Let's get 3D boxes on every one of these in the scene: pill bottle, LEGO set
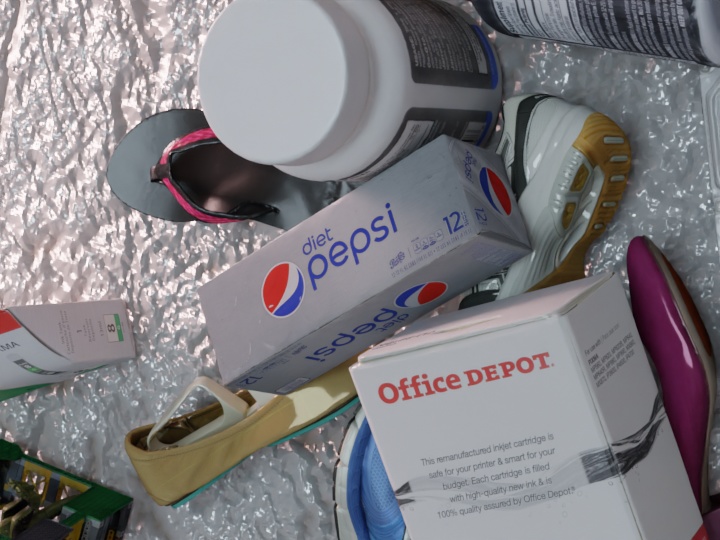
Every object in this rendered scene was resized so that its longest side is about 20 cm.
[{"bbox_3d":[0.131,-0.180,1.132,0.199,0.106,0.107,14,99,36],"label":"pill bottle"},{"bbox_3d":[-0.004,-0.109,1.159,0.113,0.199,0.115,1,92,27],"label":"pill bottle"},{"bbox_3d":[-0.243,0.201,1.316,0.152,0.200,0.117,18,103,4],"label":"LEGO set"}]

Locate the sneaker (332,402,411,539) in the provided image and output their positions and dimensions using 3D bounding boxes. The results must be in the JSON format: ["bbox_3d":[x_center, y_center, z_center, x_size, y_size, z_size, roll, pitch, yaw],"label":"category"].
[{"bbox_3d":[0.034,0.163,1.232,0.088,0.079,0.202,0,99,16],"label":"sneaker"}]

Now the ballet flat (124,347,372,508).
[{"bbox_3d":[-0.073,0.088,1.273,0.199,0.069,0.063,-33,104,24],"label":"ballet flat"}]

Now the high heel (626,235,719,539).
[{"bbox_3d":[0.166,0.086,1.152,0.095,0.067,0.202,-20,87,16],"label":"high heel"}]

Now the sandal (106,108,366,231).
[{"bbox_3d":[-0.083,-0.062,1.289,0.198,0.045,0.076,10,97,26],"label":"sandal"}]

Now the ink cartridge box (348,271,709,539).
[{"bbox_3d":[0.100,0.117,1.114,0.143,0.084,0.202,-15,100,33],"label":"ink cartridge box"}]

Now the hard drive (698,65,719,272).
[{"bbox_3d":[0.267,-0.036,1.115,0.138,0.038,0.202,-5,89,27],"label":"hard drive"}]

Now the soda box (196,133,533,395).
[{"bbox_3d":[0.000,0.000,1.173,0.199,0.063,0.069,-32,64,29],"label":"soda box"}]

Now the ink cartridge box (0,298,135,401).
[{"bbox_3d":[-0.267,0.062,1.303,0.160,0.199,0.051,-17,85,27],"label":"ink cartridge box"}]

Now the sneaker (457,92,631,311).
[{"bbox_3d":[0.091,-0.010,1.198,0.087,0.075,0.202,33,105,39],"label":"sneaker"}]
